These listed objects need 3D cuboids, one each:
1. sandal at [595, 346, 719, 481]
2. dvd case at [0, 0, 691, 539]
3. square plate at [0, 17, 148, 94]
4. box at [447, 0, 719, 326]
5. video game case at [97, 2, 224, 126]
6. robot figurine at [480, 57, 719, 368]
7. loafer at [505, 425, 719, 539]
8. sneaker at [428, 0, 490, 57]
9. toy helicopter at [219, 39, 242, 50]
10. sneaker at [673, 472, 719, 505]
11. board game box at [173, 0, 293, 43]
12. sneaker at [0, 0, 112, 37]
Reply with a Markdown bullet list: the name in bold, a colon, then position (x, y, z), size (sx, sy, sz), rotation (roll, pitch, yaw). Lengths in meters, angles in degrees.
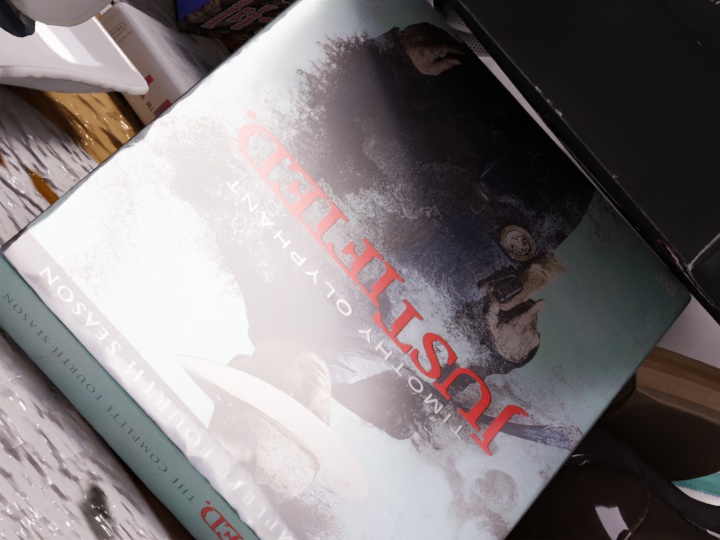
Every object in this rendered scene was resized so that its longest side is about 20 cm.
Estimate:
- **sandal**: position (0.033, 0.002, 0.867), size (0.212, 0.078, 0.070), rotation (22, 55, -33)
- **dvd case**: position (0.001, 0.006, 0.761), size (0.146, 0.022, 0.200), rotation (48, 42, -2)
- **square plate**: position (-0.157, -0.120, 0.803), size (0.200, 0.028, 0.198), rotation (50, 11, 7)
- **box**: position (0.123, -0.061, 0.862), size (0.149, 0.124, 0.200), rotation (52, 4, 26)
- **video game case**: position (0.000, 0.000, 1.008), size (0.182, 0.023, 0.200), rotation (53, 11, 24)
- **robot figurine**: position (0.082, -0.022, 1.037), size (0.170, 0.113, 0.200), rotation (-34, 80, -39)
- **loafer**: position (0.101, 0.115, 0.909), size (0.200, 0.073, 0.071), rotation (29, 32, -46)
- **sneaker**: position (0.056, -0.133, 1.001), size (0.115, 0.200, 0.075), rotation (42, -37, 41)
- **toy helicopter**: position (-0.077, -0.164, 1.193), size (0.200, 0.079, 0.132), rotation (36, 22, -9)
- **sneaker**: position (0.139, 0.079, 1.077), size (0.070, 0.093, 0.200), rotation (33, 19, -53)
- **board game box**: position (0.023, -0.172, 1.153), size (0.200, 0.097, 0.160), rotation (7, 67, -39)
- **sneaker**: position (-0.102, -0.120, 0.731), size (0.130, 0.079, 0.199), rotation (40, 1, 3)
